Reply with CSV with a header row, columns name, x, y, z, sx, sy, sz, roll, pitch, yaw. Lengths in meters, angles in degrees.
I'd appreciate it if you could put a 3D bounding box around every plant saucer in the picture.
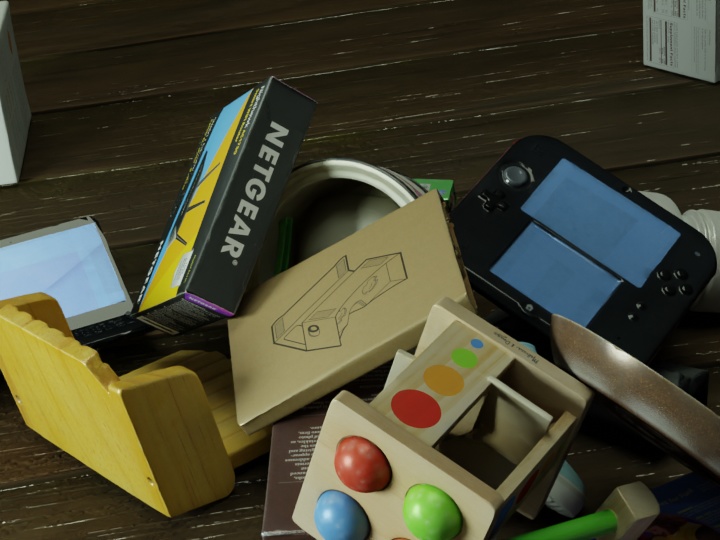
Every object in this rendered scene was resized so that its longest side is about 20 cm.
name,x,y,z,sx,sy,sz,roll,pitch,yaw
plant saucer,0.206,0.099,1.140,0.032,0.200,0.200,-54,41,-3

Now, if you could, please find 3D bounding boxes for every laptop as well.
name,x,y,z,sx,sy,sz,roll,pitch,yaw
laptop,-0.290,0.021,1.507,0.176,0.104,0.200,-17,8,-19

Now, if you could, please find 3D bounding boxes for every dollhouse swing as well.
name,x,y,z,sx,sy,sz,roll,pitch,yaw
dollhouse swing,-0.163,0.076,1.343,0.176,0.182,0.200,-37,40,-28

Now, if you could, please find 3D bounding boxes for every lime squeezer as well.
name,x,y,z,sx,sy,sz,roll,pitch,yaw
lime squeezer,-0.053,0.061,1.391,0.070,0.201,0.038,-26,-20,22

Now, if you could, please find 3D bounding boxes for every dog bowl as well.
name,x,y,z,sx,sy,sz,roll,pitch,yaw
dog bowl,0.000,0.000,1.422,0.199,0.201,0.074,10,14,26

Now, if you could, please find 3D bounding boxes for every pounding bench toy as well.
name,x,y,z,sx,sy,sz,roll,pitch,yaw
pounding bench toy,0.080,0.147,1.089,0.200,0.125,0.156,33,42,16

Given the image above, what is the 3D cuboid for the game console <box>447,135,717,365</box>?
name,x,y,z,sx,sy,sz,roll,pitch,yaw
game console,0.175,-0.014,1.347,0.200,0.031,0.177,34,50,13

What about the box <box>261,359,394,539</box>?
name,x,y,z,sx,sy,sz,roll,pitch,yaw
box,-0.015,0.151,1.238,0.100,0.075,0.200,-3,32,4

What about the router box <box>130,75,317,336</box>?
name,x,y,z,sx,sy,sz,roll,pitch,yaw
router box,-0.117,-0.051,1.405,0.051,0.201,0.149,26,-19,-20

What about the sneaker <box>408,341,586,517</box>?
name,x,y,z,sx,sy,sz,roll,pitch,yaw
sneaker,0.113,0.096,1.262,0.082,0.074,0.200,-43,64,-1

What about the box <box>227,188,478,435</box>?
name,x,y,z,sx,sy,sz,roll,pitch,yaw
box,-0.011,0.029,1.285,0.199,0.021,0.164,-28,31,10

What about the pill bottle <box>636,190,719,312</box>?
name,x,y,z,sx,sy,sz,roll,pitch,yaw
pill bottle,0.226,-0.014,1.456,0.199,0.115,0.114,4,27,-10

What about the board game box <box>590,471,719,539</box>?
name,x,y,z,sx,sy,sz,roll,pitch,yaw
board game box,0.237,0.201,1.144,0.199,0.045,0.134,-18,30,-22

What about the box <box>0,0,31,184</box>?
name,x,y,z,sx,sy,sz,roll,pitch,yaw
box,-0.449,-0.201,1.904,0.106,0.153,0.200,-8,27,-3

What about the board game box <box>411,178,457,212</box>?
name,x,y,z,sx,sy,sz,roll,pitch,yaw
board game box,-0.006,-0.028,1.521,0.199,0.135,0.029,3,46,15

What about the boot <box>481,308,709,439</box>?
name,x,y,z,sx,sy,sz,roll,pitch,yaw
boot,0.158,0.102,1.334,0.199,0.066,0.165,21,39,33

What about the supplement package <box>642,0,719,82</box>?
name,x,y,z,sx,sy,sz,roll,pitch,yaw
supplement package,0.424,-0.348,1.966,0.155,0.201,0.111,-27,35,-34
